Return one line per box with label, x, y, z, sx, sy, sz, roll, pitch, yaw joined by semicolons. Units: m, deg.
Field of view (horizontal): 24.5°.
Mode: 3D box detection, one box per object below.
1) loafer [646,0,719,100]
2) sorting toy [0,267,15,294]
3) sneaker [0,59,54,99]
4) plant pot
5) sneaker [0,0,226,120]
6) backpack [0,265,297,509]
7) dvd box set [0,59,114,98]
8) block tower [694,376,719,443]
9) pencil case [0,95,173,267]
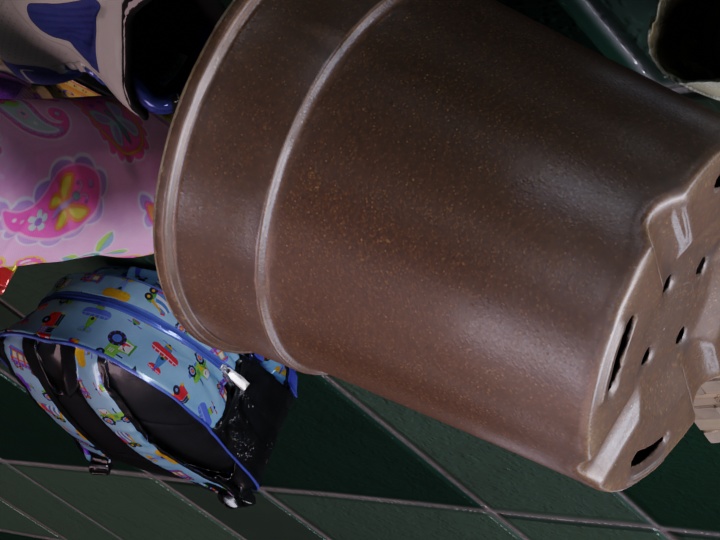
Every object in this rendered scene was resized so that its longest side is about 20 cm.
loafer;0.165;-0.102;0.582;0.067;0.077;0.200;-12;167;-19
sorting toy;-0.304;-0.053;1.129;0.199;0.070;0.199;31;170;-14
sneaker;-0.255;-0.046;0.976;0.199;0.084;0.081;-33;117;24
plant pot;0.053;-0.019;0.687;0.197;0.201;0.201;26;160;28
sneaker;-0.122;-0.116;0.799;0.116;0.080;0.199;57;155;4
backpack;-0.161;0.066;1.212;0.181;0.136;0.200;9;153;34
dvd box set;-0.192;-0.095;1.031;0.145;0.030;0.200;27;158;-2
block tower;0.158;0.003;0.829;0.057;0.054;0.200;-9;133;40
pencil case;-0.157;-0.045;0.852;0.087;0.089;0.199;3;-172;41
